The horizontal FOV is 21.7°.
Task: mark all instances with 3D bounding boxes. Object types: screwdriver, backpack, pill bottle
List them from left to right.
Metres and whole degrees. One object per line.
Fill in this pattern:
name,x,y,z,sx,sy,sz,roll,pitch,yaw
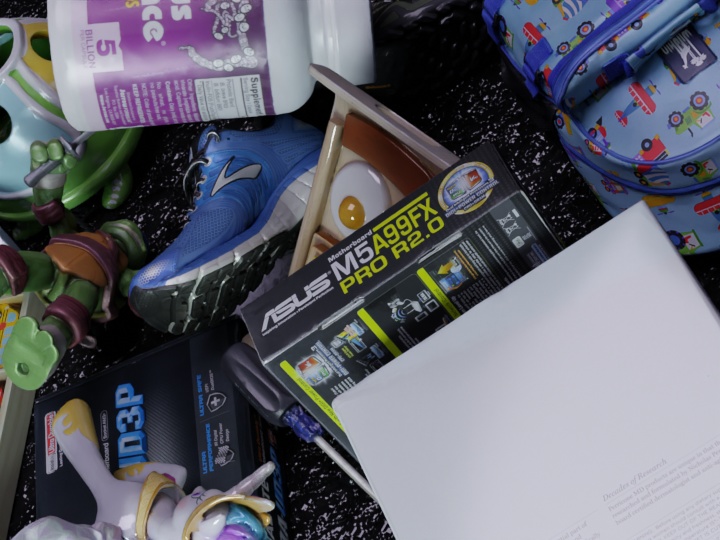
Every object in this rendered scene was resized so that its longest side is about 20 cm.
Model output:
pill bottle,-0.091,-0.152,1.188,0.198,0.113,0.113,-6,51,1
screwdriver,-0.014,0.106,1.102,0.028,0.029,0.200,-22,48,-40
backpack,0.187,-0.118,1.093,0.182,0.135,0.201,-34,48,8

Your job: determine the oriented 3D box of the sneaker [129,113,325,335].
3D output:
sneaker,-0.087,-0.036,1.188,0.089,0.079,0.200,38,47,8

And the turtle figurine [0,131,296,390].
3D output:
turtle figurine,-0.174,-0.021,1.217,0.199,0.145,0.194,-17,14,32

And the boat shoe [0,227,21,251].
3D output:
boat shoe,-0.299,-0.017,1.366,0.068,0.074,0.199,-46,39,-11

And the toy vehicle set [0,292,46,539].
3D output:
toy vehicle set,-0.287,0.112,1.305,0.123,0.027,0.201,-14,51,25

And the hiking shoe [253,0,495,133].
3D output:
hiking shoe,0.008,-0.166,1.283,0.199,0.076,0.101,-25,51,17

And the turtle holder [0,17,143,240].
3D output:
turtle holder,-0.225,-0.116,1.360,0.184,0.132,0.142,-3,55,31

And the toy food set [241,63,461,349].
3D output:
toy food set,0.000,0.000,1.090,0.143,0.060,0.201,37,125,31

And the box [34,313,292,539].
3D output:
box,-0.124,0.142,1.162,0.158,0.046,0.201,-23,49,16

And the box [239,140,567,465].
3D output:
box,0.053,0.043,1.013,0.160,0.200,0.044,-34,45,8

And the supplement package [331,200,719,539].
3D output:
supplement package,0.126,0.118,0.927,0.190,0.147,0.201,-33,55,7

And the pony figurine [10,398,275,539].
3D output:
pony figurine,-0.148,0.168,1.042,0.199,0.167,0.193,11,58,52
